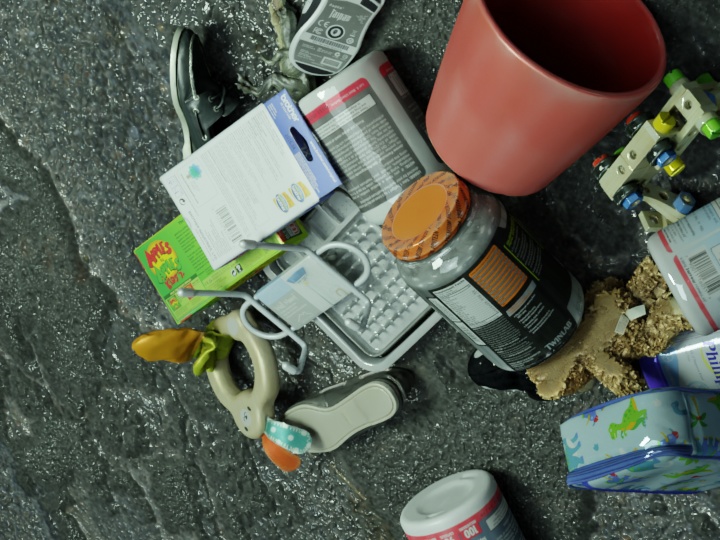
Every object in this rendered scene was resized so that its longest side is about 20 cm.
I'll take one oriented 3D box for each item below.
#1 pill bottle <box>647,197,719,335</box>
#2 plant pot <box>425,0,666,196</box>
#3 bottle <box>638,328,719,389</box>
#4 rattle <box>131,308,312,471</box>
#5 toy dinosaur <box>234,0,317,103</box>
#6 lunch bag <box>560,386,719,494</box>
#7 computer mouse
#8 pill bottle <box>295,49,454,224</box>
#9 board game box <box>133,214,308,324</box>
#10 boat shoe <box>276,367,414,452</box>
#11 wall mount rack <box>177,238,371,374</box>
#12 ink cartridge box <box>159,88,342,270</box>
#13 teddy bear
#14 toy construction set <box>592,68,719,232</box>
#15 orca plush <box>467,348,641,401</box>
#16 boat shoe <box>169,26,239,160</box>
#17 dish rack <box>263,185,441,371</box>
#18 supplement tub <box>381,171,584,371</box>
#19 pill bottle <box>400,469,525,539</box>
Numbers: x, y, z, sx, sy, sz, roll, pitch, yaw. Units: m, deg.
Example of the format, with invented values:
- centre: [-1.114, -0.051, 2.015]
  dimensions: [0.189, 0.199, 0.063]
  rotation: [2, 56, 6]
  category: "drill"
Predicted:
- centre: [0.375, -0.030, 1.355]
  dimensions: [0.200, 0.109, 0.109]
  rotation: [-29, 99, 12]
  category: "pill bottle"
- centre: [0.160, -0.178, 1.388]
  dimensions: [0.200, 0.200, 0.177]
  rotation: [38, 137, 7]
  category: "plant pot"
- centre: [0.379, 0.079, 1.461]
  dimensions: [0.200, 0.065, 0.084]
  rotation: [-16, 110, 33]
  category: "bottle"
- centre: [-0.157, 0.152, 1.719]
  dimensions: [0.130, 0.143, 0.200]
  rotation: [-21, 82, 34]
  category: "rattle"
- centre: [-0.077, -0.191, 1.590]
  dimensions: [0.088, 0.047, 0.200]
  rotation: [-15, 109, 26]
  category: "toy dinosaur"
- centre: [0.308, 0.172, 1.461]
  dimensions: [0.161, 0.200, 0.083]
  rotation: [-27, 62, 49]
  category: "lunch bag"
- centre: [-0.015, -0.280, 1.497]
  dimensions: [0.110, 0.044, 0.200]
  rotation: [14, 136, -26]
  category: "computer mouse"
- centre: [0.029, -0.118, 1.526]
  dimensions: [0.111, 0.111, 0.200]
  rotation: [-29, 98, 36]
  category: "pill bottle"
- centre: [-0.160, -0.030, 1.665]
  dimensions: [0.200, 0.048, 0.102]
  rotation: [-34, 86, 37]
  category: "board game box"
- centre: [-0.016, 0.164, 1.733]
  dimensions: [0.200, 0.057, 0.067]
  rotation: [-25, 97, 40]
  category: "boat shoe"
- centre: [-0.090, 0.026, 1.613]
  dimensions: [0.174, 0.075, 0.200]
  rotation: [39, 130, -19]
  category: "wall mount rack"
- centre: [-0.110, -0.097, 1.556]
  dimensions: [0.200, 0.042, 0.119]
  rotation: [-32, 88, 36]
  category: "ink cartridge box"
- centre: [0.262, 0.064, 1.481]
  dimensions: [0.200, 0.067, 0.145]
  rotation: [-49, 47, 7]
  category: "teddy bear"
- centre: [0.298, -0.113, 1.386]
  dimensions: [0.092, 0.131, 0.200]
  rotation: [45, 136, 32]
  category: "toy construction set"
- centre: [0.198, 0.108, 1.571]
  dimensions: [0.200, 0.071, 0.105]
  rotation: [7, 117, 26]
  category: "orca plush"
- centre: [-0.164, -0.175, 1.625]
  dimensions: [0.066, 0.075, 0.199]
  rotation: [4, 121, 13]
  category: "boat shoe"
- centre: [0.000, 0.000, 1.643]
  dimensions: [0.200, 0.044, 0.172]
  rotation: [45, 126, 2]
  category: "dish rack"
- centre: [0.119, -0.001, 1.454]
  dimensions: [0.123, 0.123, 0.200]
  rotation: [-23, 128, 35]
  category: "supplement tub"
- centre: [0.140, 0.341, 1.690]
  dimensions: [0.120, 0.120, 0.200]
  rotation: [-20, 103, 34]
  category: "pill bottle"
